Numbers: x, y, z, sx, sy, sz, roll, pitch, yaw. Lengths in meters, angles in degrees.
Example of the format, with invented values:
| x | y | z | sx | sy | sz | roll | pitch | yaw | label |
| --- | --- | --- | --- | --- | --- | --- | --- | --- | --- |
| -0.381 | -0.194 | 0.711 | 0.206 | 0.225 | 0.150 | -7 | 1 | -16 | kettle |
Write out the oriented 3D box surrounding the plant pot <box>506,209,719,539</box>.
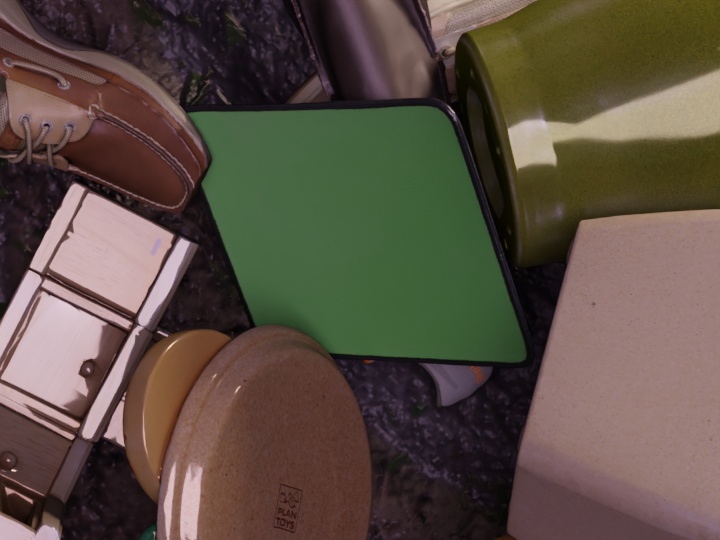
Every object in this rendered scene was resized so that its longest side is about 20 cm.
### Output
| x | y | z | sx | sy | sz | roll | pitch | yaw | label |
| --- | --- | --- | --- | --- | --- | --- | --- | --- | --- |
| 0.176 | 0.077 | 1.388 | 0.177 | 0.200 | 0.200 | 14 | 69 | 7 | plant pot |

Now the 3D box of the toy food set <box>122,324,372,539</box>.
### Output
| x | y | z | sx | sy | sz | roll | pitch | yaw | label |
| --- | --- | --- | --- | --- | --- | --- | --- | --- | --- |
| -0.059 | 0.128 | 1.466 | 0.049 | 0.200 | 0.199 | 3 | 94 | 32 | toy food set |

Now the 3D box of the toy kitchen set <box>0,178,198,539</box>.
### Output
| x | y | z | sx | sy | sz | roll | pitch | yaw | label |
| --- | --- | --- | --- | --- | --- | --- | --- | --- | --- |
| -0.129 | 0.079 | 1.453 | 0.163 | 0.180 | 0.200 | 27 | 91 | -6 | toy kitchen set |

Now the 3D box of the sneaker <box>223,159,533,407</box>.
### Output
| x | y | z | sx | sy | sz | roll | pitch | yaw | label |
| --- | --- | --- | --- | --- | --- | --- | --- | --- | --- |
| 0.000 | 0.000 | 1.512 | 0.200 | 0.074 | 0.079 | 39 | 96 | -5 | sneaker |

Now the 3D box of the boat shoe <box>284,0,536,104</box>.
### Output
| x | y | z | sx | sy | sz | roll | pitch | yaw | label |
| --- | --- | --- | --- | --- | --- | --- | --- | --- | --- |
| 0.053 | -0.125 | 1.510 | 0.200 | 0.072 | 0.065 | -30 | 94 | -7 | boat shoe |

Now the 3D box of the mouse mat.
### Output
| x | y | z | sx | sy | sz | roll | pitch | yaw | label |
| --- | --- | --- | --- | --- | --- | --- | --- | --- | --- |
| -0.005 | -0.019 | 1.454 | 0.008 | 0.200 | 0.161 | -41 | 121 | -40 | mouse mat |

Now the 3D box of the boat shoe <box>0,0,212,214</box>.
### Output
| x | y | z | sx | sy | sz | roll | pitch | yaw | label |
| --- | --- | --- | --- | --- | --- | --- | --- | --- | --- |
| -0.179 | -0.089 | 1.480 | 0.200 | 0.076 | 0.074 | 32 | 48 | 4 | boat shoe |

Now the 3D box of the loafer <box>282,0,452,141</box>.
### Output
| x | y | z | sx | sy | sz | roll | pitch | yaw | label |
| --- | --- | --- | --- | --- | --- | --- | --- | --- | --- |
| 0.016 | -0.106 | 1.435 | 0.073 | 0.071 | 0.200 | -25 | 120 | 2 | loafer |

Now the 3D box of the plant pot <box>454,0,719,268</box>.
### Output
| x | y | z | sx | sy | sz | roll | pitch | yaw | label |
| --- | --- | --- | --- | --- | --- | --- | --- | --- | --- |
| 0.157 | -0.084 | 1.447 | 0.192 | 0.200 | 0.201 | -14 | 94 | -6 | plant pot |

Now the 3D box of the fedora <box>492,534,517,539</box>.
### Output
| x | y | z | sx | sy | sz | roll | pitch | yaw | label |
| --- | --- | --- | --- | --- | --- | --- | --- | --- | --- |
| 0.104 | 0.243 | 1.458 | 0.200 | 0.082 | 0.201 | 3 | 73 | -8 | fedora |
